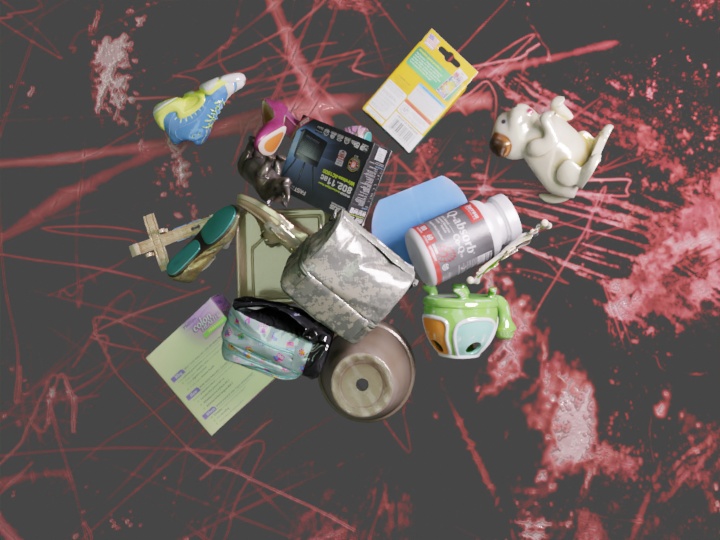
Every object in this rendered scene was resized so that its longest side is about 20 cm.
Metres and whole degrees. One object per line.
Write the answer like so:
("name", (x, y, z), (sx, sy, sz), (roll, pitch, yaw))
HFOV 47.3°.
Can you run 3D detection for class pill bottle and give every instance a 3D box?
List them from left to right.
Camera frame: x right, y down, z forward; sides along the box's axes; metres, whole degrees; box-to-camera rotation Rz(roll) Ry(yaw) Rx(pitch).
("pill bottle", (0.192, -0.061, 1.535), (0.198, 0.116, 0.117), (-25, 91, -9))

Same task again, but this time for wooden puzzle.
("wooden puzzle", (-0.146, -0.027, 1.625), (0.196, 0.037, 0.189), (-1, 92, -1))

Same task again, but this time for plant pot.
("plant pot", (0.008, 0.199, 1.555), (0.196, 0.174, 0.204), (0, 92, 3))

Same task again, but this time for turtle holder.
("turtle holder", (0.199, 0.095, 1.566), (0.139, 0.184, 0.134), (3, 93, 35))

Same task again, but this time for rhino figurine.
("rhino figurine", (-0.176, -0.180, 1.557), (0.059, 0.200, 0.088), (7, 119, -39))

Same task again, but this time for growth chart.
("growth chart", (0.276, -0.033, 1.528), (0.199, 0.144, 0.018), (-39, 80, 19))

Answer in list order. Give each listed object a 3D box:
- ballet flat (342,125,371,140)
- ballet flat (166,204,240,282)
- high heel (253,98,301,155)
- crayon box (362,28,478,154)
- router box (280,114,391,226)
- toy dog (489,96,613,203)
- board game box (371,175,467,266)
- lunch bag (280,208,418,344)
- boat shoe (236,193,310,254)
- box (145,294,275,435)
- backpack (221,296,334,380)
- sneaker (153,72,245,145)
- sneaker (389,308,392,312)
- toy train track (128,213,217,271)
("ballet flat", (-0.029, -0.182, 1.597), (0.070, 0.069, 0.204), (10, 90, 21))
("ballet flat", (-0.296, -0.049, 1.614), (0.200, 0.071, 0.071), (-43, 90, 11))
("high heel", (-0.178, -0.276, 1.532), (0.095, 0.200, 0.068), (35, 121, 2))
("crayon box", (0.114, -0.341, 1.580), (0.126, 0.052, 0.200), (42, 95, 1))
("router box", (-0.053, -0.189, 1.542), (0.199, 0.062, 0.152), (27, 100, 37))
("toy dog", (0.342, -0.236, 1.536), (0.198, 0.195, 0.140), (30, 59, 6))
("board game box", (0.115, -0.092, 1.595), (0.197, 0.039, 0.160), (-21, 112, -4))
("lunch bag", (-0.018, 0.006, 1.463), (0.199, 0.140, 0.168), (40, 117, -15))
("boat shoe", (-0.161, -0.074, 1.571), (0.199, 0.072, 0.065), (35, 90, -7))
("box", (-0.282, 0.182, 1.611), (0.176, 0.097, 0.200), (-41, 91, 5))
("backpack", (-0.153, 0.123, 1.492), (0.197, 0.167, 0.129), (18, 94, 1))
("sneaker", (-0.301, -0.309, 1.606), (0.197, 0.076, 0.106), (-20, 103, 12))
("sneaker", (0.000, 0.000, 1.600), (0.077, 0.091, 0.202), (-40, 113, -28))
("toy train track", (-0.369, -0.070, 1.635), (0.197, 0.033, 0.116), (-20, 92, 4))
